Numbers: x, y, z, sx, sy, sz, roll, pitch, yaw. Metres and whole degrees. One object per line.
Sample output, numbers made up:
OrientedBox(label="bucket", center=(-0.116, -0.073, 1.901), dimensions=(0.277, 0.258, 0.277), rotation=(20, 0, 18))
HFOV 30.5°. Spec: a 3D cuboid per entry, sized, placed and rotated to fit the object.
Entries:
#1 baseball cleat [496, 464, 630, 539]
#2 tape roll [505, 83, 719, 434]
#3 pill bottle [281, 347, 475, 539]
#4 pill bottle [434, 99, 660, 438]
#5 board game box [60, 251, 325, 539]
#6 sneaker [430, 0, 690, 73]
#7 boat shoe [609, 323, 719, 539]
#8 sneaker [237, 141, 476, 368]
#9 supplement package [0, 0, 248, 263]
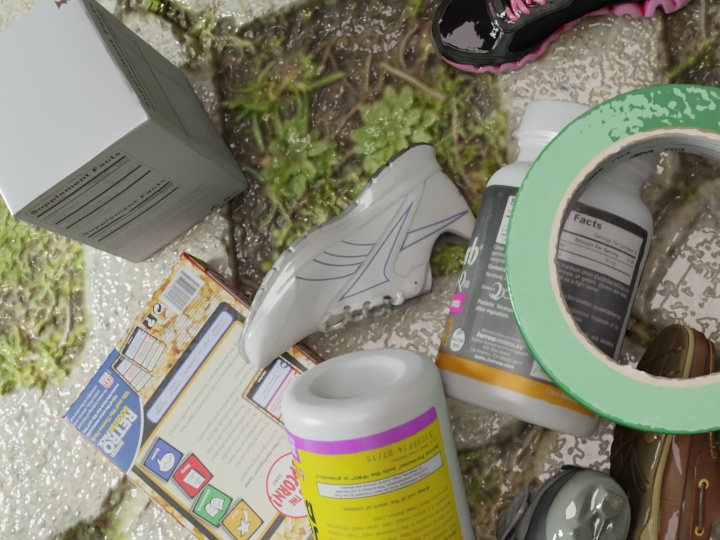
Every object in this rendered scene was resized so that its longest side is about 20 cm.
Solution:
OrientedBox(label="baseball cleat", center=(0.108, 0.221, 0.846), dimensions=(0.069, 0.106, 0.201), rotation=(33, 80, -14))
OrientedBox(label="tape roll", center=(0.184, -0.005, 0.777), dimensions=(0.198, 0.048, 0.203), rotation=(-1, 83, 8))
OrientedBox(label="pill bottle", center=(0.019, 0.160, 0.848), dimensions=(0.103, 0.104, 0.202), rotation=(-9, 107, 12))
OrientedBox(label="pill bottle", center=(0.126, -0.001, 0.867), dimensions=(0.115, 0.116, 0.202), rotation=(16, 85, 15))
OrientedBox(label="board game box", center=(-0.092, 0.108, 0.939), dimensions=(0.199, 0.046, 0.152), rotation=(38, 92, 15))
OrientedBox(label="sneaker", center=(0.137, -0.200, 0.904), dimensions=(0.198, 0.095, 0.080), rotation=(-20, 80, 11))
OrientedBox(label="boat shoe", center=(0.203, 0.138, 0.859), dimensions=(0.067, 0.072, 0.203), rotation=(12, 86, -14))
OrientedBox(label="sneaker", center=(0.000, 0.000, 0.903), dimensions=(0.200, 0.075, 0.087), rotation=(-42, 84, -13))
OrientedBox(label="supplement package", center=(-0.175, -0.093, 0.908), dimensions=(0.109, 0.200, 0.114), rotation=(-33, 75, 6))
